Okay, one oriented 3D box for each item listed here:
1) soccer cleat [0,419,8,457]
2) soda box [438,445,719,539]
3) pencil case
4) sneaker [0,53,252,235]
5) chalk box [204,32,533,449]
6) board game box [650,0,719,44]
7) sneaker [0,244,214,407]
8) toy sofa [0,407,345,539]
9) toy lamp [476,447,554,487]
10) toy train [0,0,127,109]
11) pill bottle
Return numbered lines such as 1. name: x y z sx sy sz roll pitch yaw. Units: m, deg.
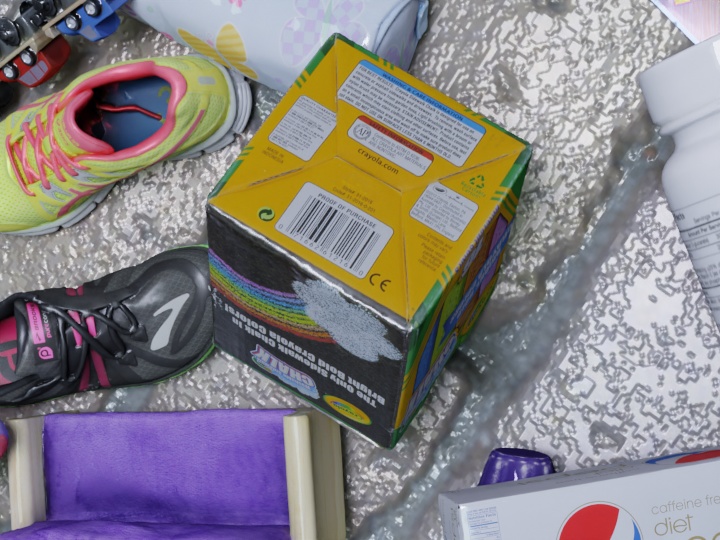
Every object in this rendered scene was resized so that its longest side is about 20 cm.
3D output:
1. soccer cleat: -0.281 0.103 0.879 0.199 0.066 0.078 -24 67 42
2. soda box: 0.144 0.133 0.755 0.197 0.068 0.065 -8 87 -7
3. pencil case: -0.059 -0.161 0.837 0.198 0.083 0.092 25 76 13
4. sneaker: -0.167 -0.080 0.863 0.198 0.090 0.079 -25 85 15
5. chalk box: 0.000 0.000 0.783 0.124 0.201 0.125 30 65 11
6. board game box: 0.246 -0.168 0.774 0.158 0.039 0.200 -45 79 11
7. sneaker: -0.165 0.041 0.865 0.198 0.084 0.078 -21 85 14
8. toy sofa: -0.113 0.123 0.833 0.197 0.097 0.084 -3 90 23
9. toy lamp: 0.079 0.202 0.813 0.057 0.058 0.203 6 91 15
10. toy train: -0.197 -0.131 0.861 0.199 0.034 0.046 -26 107 41
11. pill bottle: 0.220 -0.024 0.737 0.112 0.113 0.202 -22 89 14
